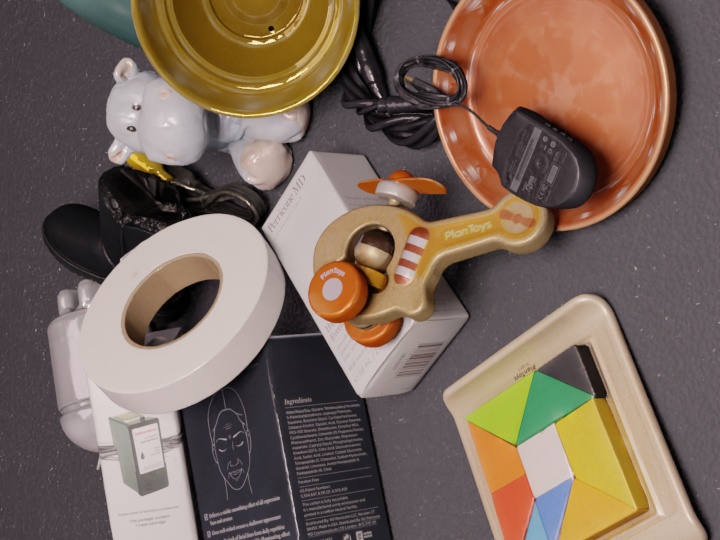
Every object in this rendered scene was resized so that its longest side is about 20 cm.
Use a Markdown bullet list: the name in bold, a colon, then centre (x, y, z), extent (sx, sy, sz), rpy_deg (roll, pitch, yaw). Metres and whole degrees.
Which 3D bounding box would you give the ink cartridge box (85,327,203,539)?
- **ink cartridge box**: centre (-0.207, 0.170, 1.242), extent (0.146, 0.083, 0.202), rpy_deg (-111, 13, -83)

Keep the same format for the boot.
- **boot**: centre (-0.254, -0.051, 1.303), extent (0.199, 0.076, 0.169), rpy_deg (35, 145, 19)

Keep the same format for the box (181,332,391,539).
- **box**: centre (-0.073, 0.172, 1.147), extent (0.148, 0.106, 0.202), rpy_deg (-23, 74, 46)

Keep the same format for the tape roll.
- **tape roll**: centre (-0.162, 0.036, 1.128), extent (0.201, 0.037, 0.204), rpy_deg (-19, 43, 19)

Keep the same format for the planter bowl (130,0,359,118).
- **planter bowl**: centre (-0.098, -0.243, 1.113), extent (0.084, 0.199, 0.202), rpy_deg (-84, 12, -70)

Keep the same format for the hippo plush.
- **hippo plush**: centre (-0.159, -0.171, 1.201), extent (0.199, 0.160, 0.161), rpy_deg (28, 111, 44)

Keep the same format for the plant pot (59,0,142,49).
- **plant pot**: centre (-0.231, -0.329, 1.251), extent (0.200, 0.160, 0.202), rpy_deg (-21, 62, 47)

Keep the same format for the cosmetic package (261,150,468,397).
- **cosmetic package**: centre (0.000, 0.000, 1.091), extent (0.102, 0.074, 0.201), rpy_deg (-55, 54, 32)

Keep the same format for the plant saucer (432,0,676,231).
- **plant saucer**: centre (0.143, -0.131, 0.933), extent (0.199, 0.032, 0.202), rpy_deg (13, 111, 37)

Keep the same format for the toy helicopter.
- **toy helicopter**: centre (0.053, -0.027, 0.968), extent (0.198, 0.079, 0.133), rpy_deg (-14, 63, 24)

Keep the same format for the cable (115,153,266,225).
- **cable**: centre (-0.176, -0.069, 1.294), extent (0.199, 0.050, 0.098), rpy_deg (27, 143, 36)

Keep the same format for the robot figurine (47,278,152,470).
- **robot figurine**: centre (-0.279, 0.112, 1.372), extent (0.169, 0.112, 0.202), rpy_deg (-24, 73, 43)

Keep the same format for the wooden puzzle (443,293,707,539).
- **wooden puzzle**: centre (0.150, 0.146, 0.950), extent (0.185, 0.037, 0.201), rpy_deg (-41, 61, 40)

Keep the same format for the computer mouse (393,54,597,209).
- **computer mouse**: centre (0.101, -0.108, 0.939), extent (0.200, 0.034, 0.059), rpy_deg (41, 121, 32)

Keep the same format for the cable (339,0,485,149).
- **cable**: centre (0.040, -0.185, 1.060), extent (0.200, 0.051, 0.164), rpy_deg (46, 123, 37)
